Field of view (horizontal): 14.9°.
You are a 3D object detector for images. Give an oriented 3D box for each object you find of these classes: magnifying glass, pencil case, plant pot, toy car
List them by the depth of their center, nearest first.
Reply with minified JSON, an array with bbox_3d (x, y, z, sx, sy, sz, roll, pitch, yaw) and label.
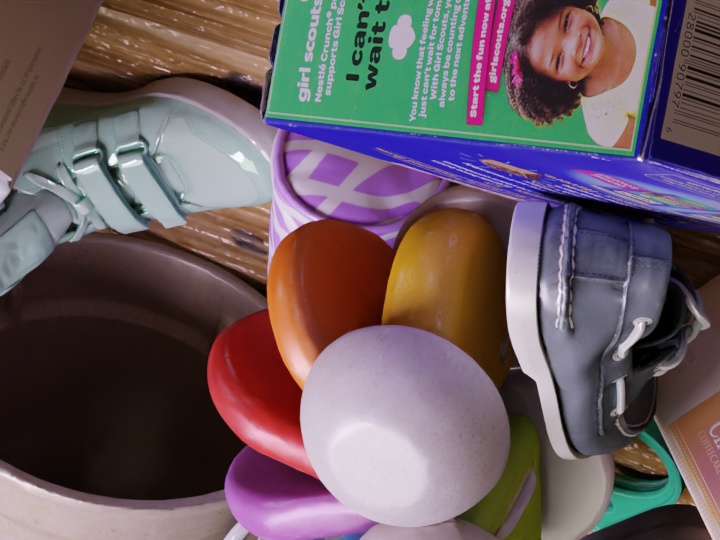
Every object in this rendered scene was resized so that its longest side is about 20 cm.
[{"bbox_3d":[0.012,0.069,1.116,0.149,0.175,0.201,0,118,22],"label":"toy car"},{"bbox_3d":[0.000,0.000,1.241,0.085,0.084,0.200,-7,151,-5],"label":"pencil case"},{"bbox_3d":[-0.136,0.114,1.361,0.199,0.201,0.184,24,127,10],"label":"plant pot"},{"bbox_3d":[0.119,0.114,1.375,0.079,0.022,0.200,25,149,11],"label":"magnifying glass"}]

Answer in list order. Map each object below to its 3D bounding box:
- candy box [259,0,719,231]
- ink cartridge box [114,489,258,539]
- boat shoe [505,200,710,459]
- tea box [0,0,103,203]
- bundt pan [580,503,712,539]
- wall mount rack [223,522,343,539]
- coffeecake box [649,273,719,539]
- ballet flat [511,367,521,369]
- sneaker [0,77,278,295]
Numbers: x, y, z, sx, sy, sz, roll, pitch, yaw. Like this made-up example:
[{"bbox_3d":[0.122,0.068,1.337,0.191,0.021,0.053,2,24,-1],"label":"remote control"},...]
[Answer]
[{"bbox_3d":[0.091,-0.062,0.964,0.168,0.078,0.199,14,176,-40],"label":"candy box"},{"bbox_3d":[-0.090,0.147,1.553,0.145,0.084,0.200,12,147,29],"label":"ink cartridge box"},{"bbox_3d":[0.100,0.027,1.038,0.061,0.073,0.200,0,161,14],"label":"boat shoe"},{"bbox_3d":[-0.222,-0.065,1.147,0.133,0.200,0.197,38,123,-14],"label":"tea box"},{"bbox_3d":[0.168,0.188,1.206,0.075,0.202,0.202,-32,125,10],"label":"bundt pan"},{"bbox_3d":[-0.004,0.154,1.350,0.075,0.200,0.174,47,118,19],"label":"wall mount rack"},{"bbox_3d":[0.203,0.115,1.154,0.073,0.154,0.200,-32,124,9],"label":"coffeecake box"},{"bbox_3d":[0.080,0.064,1.256,0.070,0.071,0.201,22,143,15],"label":"ballet flat"},{"bbox_3d":[-0.123,-0.026,1.271,0.199,0.119,0.074,4,141,37],"label":"sneaker"}]
